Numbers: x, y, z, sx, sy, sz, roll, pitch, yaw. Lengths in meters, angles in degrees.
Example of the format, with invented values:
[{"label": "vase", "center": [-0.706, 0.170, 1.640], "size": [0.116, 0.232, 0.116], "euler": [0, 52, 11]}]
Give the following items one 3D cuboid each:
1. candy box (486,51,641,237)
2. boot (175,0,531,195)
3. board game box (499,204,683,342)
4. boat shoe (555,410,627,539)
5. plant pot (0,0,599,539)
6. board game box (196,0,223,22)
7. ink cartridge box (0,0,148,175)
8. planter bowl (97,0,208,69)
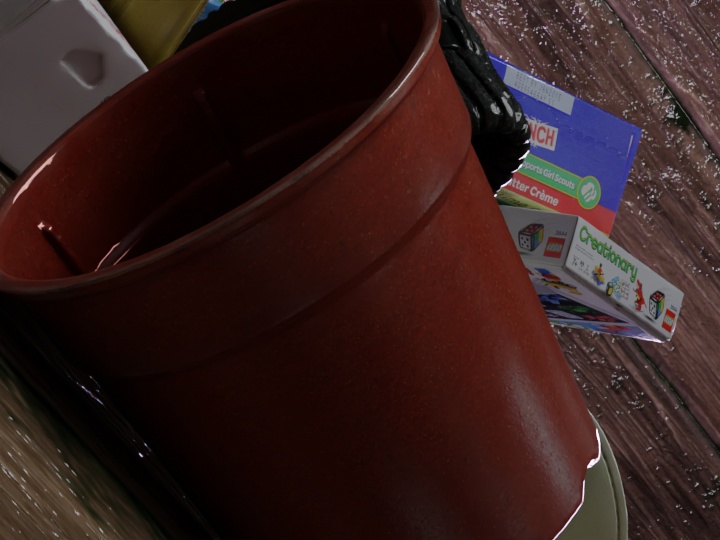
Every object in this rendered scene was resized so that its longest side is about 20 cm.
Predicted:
[{"label": "candy box", "center": [0.034, -0.079, 1.615], "size": [0.169, 0.078, 0.199], "euler": [23, -13, -37]}, {"label": "boot", "center": [-0.020, -0.072, 1.398], "size": [0.079, 0.211, 0.159], "euler": [19, 42, -47]}, {"label": "board game box", "center": [0.074, -0.006, 1.610], "size": [0.199, 0.035, 0.126], "euler": [9, -15, 38]}, {"label": "boat shoe", "center": [0.088, 0.089, 1.577], "size": [0.200, 0.074, 0.066], "euler": [54, -3, 5]}, {"label": "plant pot", "center": [-0.014, 0.024, 1.065], "size": [0.196, 0.200, 0.201], "euler": [59, -1, -22]}, {"label": "board game box", "center": [-0.181, -0.185, 1.654], "size": [0.199, 0.037, 0.151], "euler": [20, 8, -9]}, {"label": "ink cartridge box", "center": [-0.199, -0.154, 1.299], "size": [0.200, 0.084, 0.145], "euler": [52, 3, 21]}, {"label": "planter bowl", "center": [-0.109, -0.175, 1.409], "size": [0.083, 0.201, 0.200], "euler": [33, 5, -9]}]
